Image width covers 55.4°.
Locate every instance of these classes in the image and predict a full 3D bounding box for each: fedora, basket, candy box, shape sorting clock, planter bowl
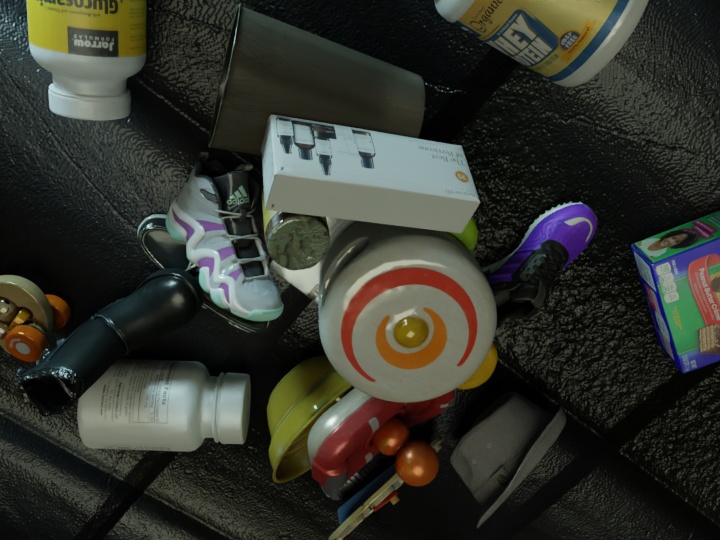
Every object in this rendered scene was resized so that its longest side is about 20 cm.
[{"bbox_3d":[0.183,0.237,0.918,0.090,0.177,0.200,39,127,14],"label":"fedora"},{"bbox_3d":[-0.045,-0.173,0.714,0.199,0.180,0.137,11,82,-17],"label":"basket"},{"bbox_3d":[0.462,0.012,0.845,0.199,0.077,0.170,-23,113,8],"label":"candy box"},{"bbox_3d":[0.036,0.292,0.913,0.200,0.200,0.039,-43,73,17],"label":"shape sorting clock"},{"bbox_3d":[-0.059,0.171,0.880,0.083,0.200,0.201,43,112,21],"label":"planter bowl"}]

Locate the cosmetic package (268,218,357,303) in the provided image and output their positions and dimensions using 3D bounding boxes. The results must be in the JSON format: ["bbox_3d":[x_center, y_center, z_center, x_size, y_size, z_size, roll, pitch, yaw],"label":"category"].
[{"bbox_3d":[0.000,0.000,0.827,0.200,0.081,0.113,36,107,-15],"label":"cosmetic package"}]

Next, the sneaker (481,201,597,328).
[{"bbox_3d":[0.210,0.007,0.823,0.200,0.100,0.070,-42,111,17],"label":"sneaker"}]

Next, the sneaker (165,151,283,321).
[{"bbox_3d":[-0.136,-0.051,0.746,0.200,0.078,0.140,45,125,23],"label":"sneaker"}]

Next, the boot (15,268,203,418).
[{"bbox_3d":[-0.289,0.083,0.788,0.198,0.163,0.074,-22,108,31],"label":"boot"}]

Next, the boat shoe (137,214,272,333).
[{"bbox_3d":[-0.185,0.005,0.836,0.199,0.060,0.076,31,111,-15],"label":"boat shoe"}]

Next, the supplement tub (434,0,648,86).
[{"bbox_3d":[0.161,-0.286,0.663,0.199,0.145,0.145,25,112,-12],"label":"supplement tub"}]

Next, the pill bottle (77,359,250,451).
[{"bbox_3d":[-0.246,0.174,0.884,0.199,0.114,0.115,3,115,-2],"label":"pill bottle"}]

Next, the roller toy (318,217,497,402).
[{"bbox_3d":[0.047,0.041,0.728,0.181,0.140,0.201,-10,113,1],"label":"roller toy"}]

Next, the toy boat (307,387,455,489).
[{"bbox_3d":[0.041,0.197,0.811,0.200,0.131,0.131,-36,154,-24],"label":"toy boat"}]

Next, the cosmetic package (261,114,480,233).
[{"bbox_3d":[0.009,-0.091,0.654,0.199,0.083,0.051,5,142,-19],"label":"cosmetic package"}]

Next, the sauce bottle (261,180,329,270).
[{"bbox_3d":[-0.072,-0.075,0.724,0.064,0.200,0.065,-4,122,-6],"label":"sauce bottle"}]

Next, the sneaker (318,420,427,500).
[{"bbox_3d":[0.017,0.223,0.934,0.200,0.082,0.070,-40,89,-14],"label":"sneaker"}]

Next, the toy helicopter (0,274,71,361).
[{"bbox_3d":[-0.474,0.054,0.849,0.199,0.079,0.133,-16,121,20],"label":"toy helicopter"}]

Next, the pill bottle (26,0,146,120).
[{"bbox_3d":[-0.271,-0.259,0.684,0.111,0.112,0.201,6,115,-4],"label":"pill bottle"}]
